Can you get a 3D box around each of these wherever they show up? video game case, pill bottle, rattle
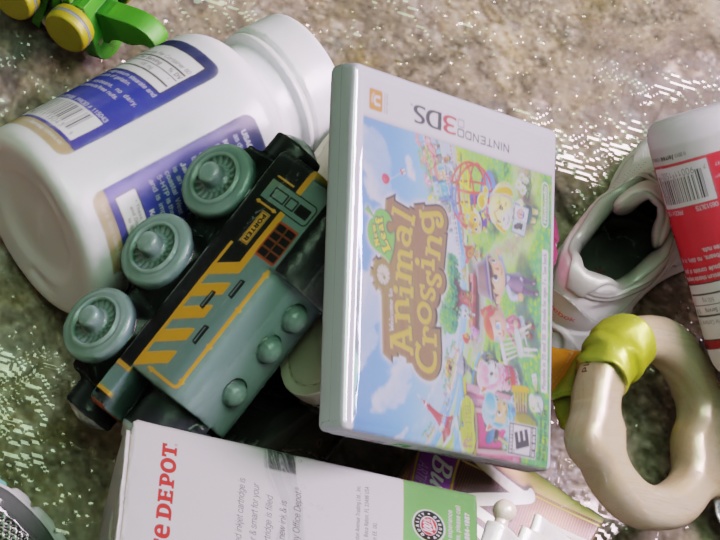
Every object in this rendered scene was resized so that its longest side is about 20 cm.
[{"bbox_3d":[0.046,0.002,1.645,0.182,0.022,0.201,15,73,-47],"label":"video game case"},{"bbox_3d":[0.246,-0.005,1.747,0.112,0.112,0.201,-17,92,-23],"label":"pill bottle"},{"bbox_3d":[-0.110,-0.069,1.741,0.199,0.120,0.120,-29,75,-27],"label":"pill bottle"},{"bbox_3d":[0.163,0.114,1.786,0.200,0.142,0.131,34,44,-41],"label":"rattle"}]

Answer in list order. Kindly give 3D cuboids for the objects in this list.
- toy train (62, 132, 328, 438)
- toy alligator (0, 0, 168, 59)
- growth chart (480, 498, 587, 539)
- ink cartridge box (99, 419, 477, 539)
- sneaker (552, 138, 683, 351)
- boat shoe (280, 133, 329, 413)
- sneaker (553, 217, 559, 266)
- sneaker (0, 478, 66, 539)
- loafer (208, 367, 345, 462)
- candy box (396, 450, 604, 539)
[{"bbox_3d":[-0.078,0.017,1.649,0.114,0.085,0.200,34,83,40],"label":"toy train"},{"bbox_3d":[-0.203,-0.178,1.809,0.199,0.054,0.059,31,57,11],"label":"toy alligator"},{"bbox_3d":[0.128,0.215,1.685,0.199,0.018,0.146,23,68,-32],"label":"growth chart"},{"bbox_3d":[-0.042,0.175,1.574,0.199,0.085,0.147,13,42,-10],"label":"ink cartridge box"},{"bbox_3d":[0.180,-0.032,1.820,0.078,0.099,0.200,37,60,4],"label":"sneaker"},{"bbox_3d":[0.000,0.000,1.700,0.059,0.072,0.201,42,41,-39],"label":"boat shoe"},{"bbox_3d":[0.052,0.025,1.742,0.074,0.087,0.200,56,39,-33],"label":"sneaker"},{"bbox_3d":[-0.175,0.198,1.565,0.077,0.091,0.201,-29,97,5],"label":"sneaker"},{"bbox_3d":[-0.050,0.096,1.716,0.073,0.071,0.200,22,43,35],"label":"loafer"},{"bbox_3d":[0.041,0.192,1.692,0.116,0.057,0.200,34,61,2],"label":"candy box"}]
